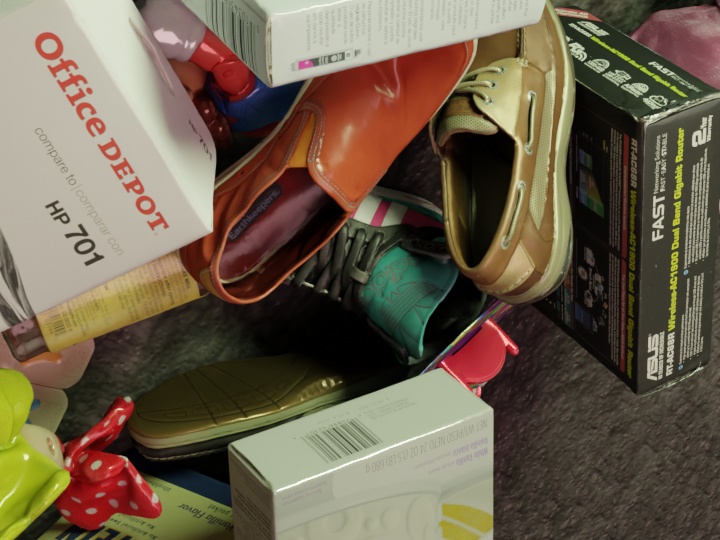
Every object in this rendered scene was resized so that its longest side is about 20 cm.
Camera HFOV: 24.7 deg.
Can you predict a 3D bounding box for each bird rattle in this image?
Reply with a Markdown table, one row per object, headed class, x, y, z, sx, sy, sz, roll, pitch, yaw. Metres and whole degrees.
| class | x | y | z | sx | sy | sz | roll | pitch | yaw |
| --- | --- | --- | --- | --- | --- | --- | --- | --- | --- |
| bird rattle | -0.211 | 0.104 | 0.903 | 0.161 | 0.114 | 0.200 | -14 | 174 | 9 |

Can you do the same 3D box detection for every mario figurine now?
| class | x | y | z | sx | sy | sz | roll | pitch | yaw |
| --- | --- | --- | --- | --- | --- | --- | --- | --- | --- |
| mario figurine | -0.067 | -0.119 | 0.883 | 0.198 | 0.106 | 0.124 | -18 | 126 | -5 |

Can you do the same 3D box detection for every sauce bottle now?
| class | x | y | z | sx | sy | sz | roll | pitch | yaw |
| --- | --- | --- | --- | --- | --- | --- | --- | --- | --- |
| sauce bottle | -0.106 | -0.011 | 0.905 | 0.198 | 0.065 | 0.065 | -19 | 127 | -9 |

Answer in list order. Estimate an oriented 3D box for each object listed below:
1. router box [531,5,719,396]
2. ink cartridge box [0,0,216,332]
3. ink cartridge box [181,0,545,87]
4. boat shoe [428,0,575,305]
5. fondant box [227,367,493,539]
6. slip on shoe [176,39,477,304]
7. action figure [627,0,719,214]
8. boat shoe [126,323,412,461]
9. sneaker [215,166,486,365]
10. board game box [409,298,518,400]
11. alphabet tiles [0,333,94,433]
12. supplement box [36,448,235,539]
| class | x | y | z | sx | sy | sz | roll | pitch | yaw |
| --- | --- | --- | --- | --- | --- | --- | --- | --- | --- |
| router box | 0.154 | -0.046 | 1.028 | 0.062 | 0.150 | 0.202 | -21 | 127 | -21 |
| ink cartridge box | -0.188 | -0.053 | 0.792 | 0.198 | 0.086 | 0.147 | -24 | 121 | 12 |
| ink cartridge box | 0.000 | -0.166 | 0.823 | 0.198 | 0.196 | 0.044 | -14 | 126 | -24 |
| boat shoe | 0.078 | -0.083 | 0.942 | 0.073 | 0.075 | 0.202 | 13 | 67 | -50 |
| fondant box | 0.004 | 0.172 | 0.937 | 0.143 | 0.058 | 0.202 | -18 | 122 | -27 |
| slip on shoe | -0.013 | -0.058 | 0.839 | 0.200 | 0.061 | 0.074 | -44 | 127 | 8 |
| action figure | 0.241 | -0.158 | 1.026 | 0.133 | 0.150 | 0.200 | 23 | 118 | -34 |
| boat shoe | -0.051 | 0.091 | 1.033 | 0.198 | 0.073 | 0.065 | -14 | 121 | -26 |
| sneaker | 0.000 | 0.000 | 0.977 | 0.198 | 0.121 | 0.084 | 7 | 114 | -35 |
| board game box | 0.061 | 0.077 | 1.037 | 0.158 | 0.039 | 0.200 | -46 | 173 | 8 |
| alphabet tiles | -0.234 | 0.035 | 0.920 | 0.194 | 0.015 | 0.201 | 17 | 108 | -38 |
| supplement box | -0.134 | 0.258 | 0.990 | 0.200 | 0.133 | 0.202 | -43 | 140 | -45 |
